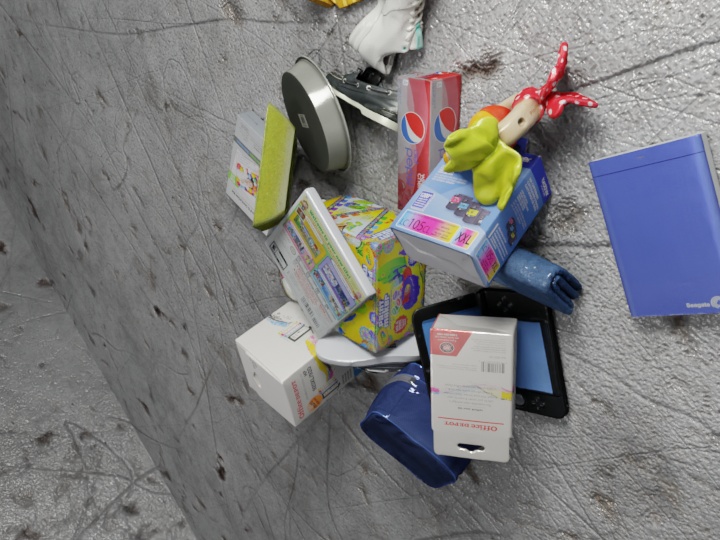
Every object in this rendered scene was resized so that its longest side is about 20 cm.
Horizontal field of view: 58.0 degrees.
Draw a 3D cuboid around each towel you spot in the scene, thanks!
[{"bbox_3d":[0.199,-0.010,0.891,0.200,0.112,0.049,29,88,41],"label":"towel"}]

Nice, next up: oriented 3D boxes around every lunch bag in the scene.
[{"bbox_3d":[0.117,0.259,1.089,0.200,0.132,0.136,40,151,2],"label":"lunch bag"}]

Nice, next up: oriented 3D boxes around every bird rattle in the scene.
[{"bbox_3d":[0.172,-0.180,0.784,0.113,0.200,0.163,39,173,-18],"label":"bird rattle"}]

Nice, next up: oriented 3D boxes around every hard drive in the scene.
[{"bbox_3d":[0.353,-0.045,0.751,0.132,0.025,0.200,-9,102,51],"label":"hard drive"}]

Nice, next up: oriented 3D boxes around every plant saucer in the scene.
[{"bbox_3d":[-0.142,-0.167,1.119,0.200,0.048,0.200,-160,77,-85],"label":"plant saucer"}]

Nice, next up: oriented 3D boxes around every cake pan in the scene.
[{"bbox_3d":[-0.077,-0.252,1.078,0.200,0.037,0.200,56,163,27],"label":"cake pan"}]

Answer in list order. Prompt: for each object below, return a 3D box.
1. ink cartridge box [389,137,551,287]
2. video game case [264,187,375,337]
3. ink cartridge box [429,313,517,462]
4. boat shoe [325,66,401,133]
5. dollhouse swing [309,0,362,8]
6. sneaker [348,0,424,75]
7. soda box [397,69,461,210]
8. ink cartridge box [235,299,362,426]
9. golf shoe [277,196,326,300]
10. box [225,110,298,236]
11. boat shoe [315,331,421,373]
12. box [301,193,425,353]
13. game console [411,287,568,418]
[{"bbox_3d":[0.154,-0.092,0.856,0.136,0.200,0.076,23,156,40],"label":"ink cartridge box"},{"bbox_3d":[-0.073,-0.008,1.078,0.200,0.022,0.182,59,141,10],"label":"video game case"},{"bbox_3d":[0.164,0.169,0.939,0.116,0.067,0.200,3,107,17],"label":"ink cartridge box"},{"bbox_3d":[0.011,-0.277,0.996,0.199,0.074,0.066,46,113,47],"label":"boat shoe"},{"bbox_3d":[-0.066,-0.466,0.896,0.200,0.176,0.182,2,111,48],"label":"dollhouse swing"},{"bbox_3d":[0.063,-0.352,0.903,0.089,0.075,0.200,50,148,0],"label":"sneaker"},{"bbox_3d":[0.098,-0.182,0.941,0.063,0.070,0.200,23,125,40],"label":"soda box"},{"bbox_3d":[-0.107,0.160,1.239,0.145,0.200,0.147,33,146,34],"label":"ink cartridge box"},{"bbox_3d":[-0.098,-0.038,1.207,0.092,0.073,0.200,16,99,43],"label":"golf shoe"},{"bbox_3d":[-0.204,-0.194,1.315,0.156,0.041,0.200,46,139,24],"label":"box"},{"bbox_3d":[0.021,0.149,1.137,0.072,0.200,0.068,-99,8,-46],"label":"boat shoe"},{"bbox_3d":[0.000,0.000,1.113,0.193,0.122,0.200,26,128,39],"label":"box"},{"bbox_3d":[0.193,0.138,0.966,0.176,0.116,0.200,3,112,49],"label":"game console"}]
